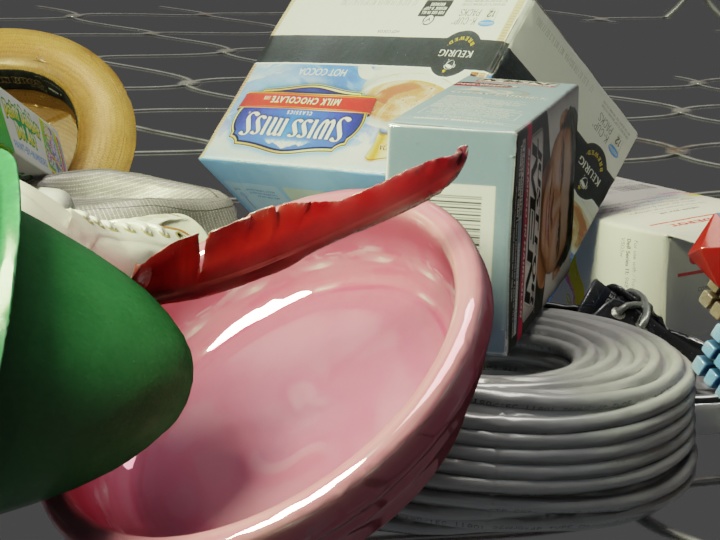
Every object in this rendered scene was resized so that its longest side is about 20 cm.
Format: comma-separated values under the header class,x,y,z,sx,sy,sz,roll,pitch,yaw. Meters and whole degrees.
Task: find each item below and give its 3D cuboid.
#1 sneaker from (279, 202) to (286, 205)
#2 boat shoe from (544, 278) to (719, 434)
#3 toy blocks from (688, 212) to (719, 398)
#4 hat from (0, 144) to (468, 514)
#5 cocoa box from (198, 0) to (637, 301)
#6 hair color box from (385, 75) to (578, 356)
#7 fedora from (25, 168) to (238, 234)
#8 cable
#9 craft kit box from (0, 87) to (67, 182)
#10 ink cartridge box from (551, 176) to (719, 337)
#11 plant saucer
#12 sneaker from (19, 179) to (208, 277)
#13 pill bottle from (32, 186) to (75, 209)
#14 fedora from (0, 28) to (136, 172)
class,x,y,z,sx,sy,sz,roll,pitch,yaw
sneaker,0.000,0.000,1.209,0.086,0.081,0.200,-9,7,2
boat shoe,0.124,0.039,1.141,0.199,0.068,0.072,6,13,14
toy blocks,0.212,0.040,1.011,0.136,0.100,0.200,4,35,-42
hat,-0.080,0.047,0.887,0.176,0.166,0.200,13,-30,-22
cocoa box,0.032,-0.072,1.334,0.200,0.131,0.133,8,-30,44
hair color box,0.059,-0.031,1.057,0.060,0.099,0.200,5,12,12
fedora,-0.132,-0.003,1.220,0.199,0.091,0.177,1,13,-9
cable,0.053,0.061,1.023,0.199,0.069,0.200,4,12,4
craft kit box,-0.273,-0.047,1.217,0.197,0.049,0.200,-20,-8,4
ink cartridge box,0.177,-0.006,1.356,0.117,0.068,0.200,-9,16,-39
plant saucer,-0.033,0.052,0.907,0.200,0.051,0.201,-21,35,16
sneaker,-0.119,-0.004,1.019,0.073,0.085,0.200,4,-26,28
pill bottle,-0.240,0.010,1.091,0.199,0.112,0.111,3,13,0
fedora,-0.225,-0.052,1.373,0.200,0.201,0.082,7,-28,17
